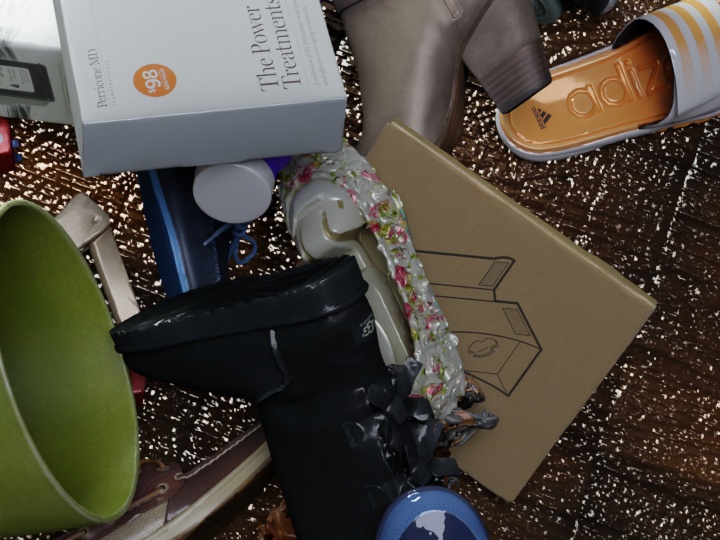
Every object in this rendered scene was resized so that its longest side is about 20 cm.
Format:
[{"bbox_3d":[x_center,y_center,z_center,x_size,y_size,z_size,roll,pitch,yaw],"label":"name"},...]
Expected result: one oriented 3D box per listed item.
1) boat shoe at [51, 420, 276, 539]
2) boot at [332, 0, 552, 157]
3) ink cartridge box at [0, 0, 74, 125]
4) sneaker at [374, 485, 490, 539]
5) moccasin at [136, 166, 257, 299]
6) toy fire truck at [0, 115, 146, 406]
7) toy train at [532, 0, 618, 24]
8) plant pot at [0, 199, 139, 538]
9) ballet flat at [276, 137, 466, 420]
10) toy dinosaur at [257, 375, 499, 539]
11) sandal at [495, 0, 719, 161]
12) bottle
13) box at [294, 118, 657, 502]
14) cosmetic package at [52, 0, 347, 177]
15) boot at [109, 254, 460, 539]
[{"bbox_3d":[-0.130,0.143,1.186,0.200,0.072,0.072,-37,77,-14],"label":"boat shoe"},{"bbox_3d":[0.021,-0.139,1.249,0.199,0.070,0.147,-34,89,3],"label":"boot"},{"bbox_3d":[-0.209,-0.158,1.215,0.199,0.067,0.116,8,51,7],"label":"ink cartridge box"},{"bbox_3d":[0.043,0.217,1.038,0.073,0.082,0.201,-1,89,-3],"label":"sneaker"},{"bbox_3d":[-0.100,-0.046,1.227,0.068,0.080,0.201,-10,79,-16],"label":"moccasin"},{"bbox_3d":[-0.206,-0.011,1.221,0.140,0.049,0.201,-5,77,-8],"label":"toy fire truck"},{"bbox_3d":[0.094,-0.244,1.273,0.200,0.114,0.085,37,71,2],"label":"toy train"},{"bbox_3d":[-0.254,0.079,1.107,0.199,0.187,0.188,-18,79,12],"label":"plant pot"},{"bbox_3d":[0.000,0.000,1.162,0.076,0.064,0.201,-37,75,28],"label":"ballet flat"},{"bbox_3d":[0.005,0.151,1.202,0.200,0.102,0.136,-45,67,24],"label":"toy dinosaur"},{"bbox_3d":[0.190,-0.128,1.288,0.206,0.059,0.080,-24,82,-11],"label":"sandal"},{"bbox_3d":[-0.067,-0.113,1.197,0.065,0.084,0.201,24,41,-17],"label":"bottle"},{"bbox_3d":[0.058,0.028,1.218,0.199,0.021,0.164,35,108,1],"label":"box"},{"bbox_3d":[-0.102,-0.151,1.136,0.150,0.052,0.201,-8,54,-11],"label":"cosmetic package"},{"bbox_3d":[-0.045,0.085,1.126,0.073,0.197,0.163,-36,109,-50],"label":"boot"}]
